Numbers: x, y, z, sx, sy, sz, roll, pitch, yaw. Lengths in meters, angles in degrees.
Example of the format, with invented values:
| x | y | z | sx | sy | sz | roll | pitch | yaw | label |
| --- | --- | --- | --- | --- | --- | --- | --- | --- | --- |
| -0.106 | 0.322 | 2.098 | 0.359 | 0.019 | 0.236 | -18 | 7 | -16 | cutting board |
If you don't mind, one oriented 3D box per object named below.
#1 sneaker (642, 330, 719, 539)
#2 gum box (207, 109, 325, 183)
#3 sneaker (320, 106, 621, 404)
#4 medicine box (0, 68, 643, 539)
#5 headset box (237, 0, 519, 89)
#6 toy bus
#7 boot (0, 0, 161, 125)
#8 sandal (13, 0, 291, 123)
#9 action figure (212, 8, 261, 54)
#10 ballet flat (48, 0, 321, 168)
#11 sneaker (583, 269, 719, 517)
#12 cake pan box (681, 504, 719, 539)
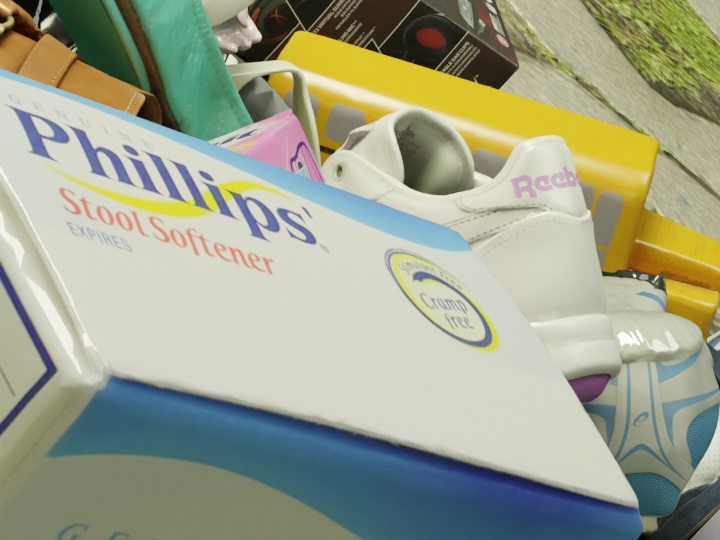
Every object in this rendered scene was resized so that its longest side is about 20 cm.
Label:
| x | y | z | sx | sy | sz | roll | pitch | yaw | label |
| --- | --- | --- | --- | --- | --- | --- | --- | --- | --- |
| 0.142 | 0.048 | 1.194 | 0.146 | 0.081 | 0.201 | 39 | 27 | -21 | sneaker |
| -0.024 | 0.067 | 0.793 | 0.201 | 0.066 | 0.113 | 68 | 20 | -8 | gum box |
| 0.000 | 0.000 | 0.893 | 0.075 | 0.199 | 0.100 | -7 | 91 | -51 | sneaker |
| -0.073 | 0.071 | 0.606 | 0.182 | 0.200 | 0.103 | 17 | 33 | -48 | medicine box |
| -0.034 | -0.156 | 1.270 | 0.199 | 0.075 | 0.149 | 31 | 25 | -28 | headset box |
| 0.055 | -0.029 | 1.123 | 0.199 | 0.079 | 0.065 | 17 | 21 | 4 | toy bus |
| -0.150 | -0.057 | 0.851 | 0.155 | 0.077 | 0.200 | 28 | 9 | 5 | boot |
| -0.092 | -0.082 | 1.058 | 0.202 | 0.080 | 0.057 | 55 | -21 | 9 | sandal |
| -0.115 | -0.152 | 1.014 | 0.199 | 0.135 | 0.149 | -21 | 35 | -24 | action figure |
| -0.059 | -0.070 | 0.965 | 0.067 | 0.070 | 0.201 | 23 | -38 | 56 | ballet flat |
| 0.081 | 0.038 | 0.960 | 0.071 | 0.073 | 0.200 | 4 | 8 | -2 | sneaker |
| 0.209 | 0.172 | 0.935 | 0.199 | 0.052 | 0.185 | 30 | 22 | -29 | cake pan box |
